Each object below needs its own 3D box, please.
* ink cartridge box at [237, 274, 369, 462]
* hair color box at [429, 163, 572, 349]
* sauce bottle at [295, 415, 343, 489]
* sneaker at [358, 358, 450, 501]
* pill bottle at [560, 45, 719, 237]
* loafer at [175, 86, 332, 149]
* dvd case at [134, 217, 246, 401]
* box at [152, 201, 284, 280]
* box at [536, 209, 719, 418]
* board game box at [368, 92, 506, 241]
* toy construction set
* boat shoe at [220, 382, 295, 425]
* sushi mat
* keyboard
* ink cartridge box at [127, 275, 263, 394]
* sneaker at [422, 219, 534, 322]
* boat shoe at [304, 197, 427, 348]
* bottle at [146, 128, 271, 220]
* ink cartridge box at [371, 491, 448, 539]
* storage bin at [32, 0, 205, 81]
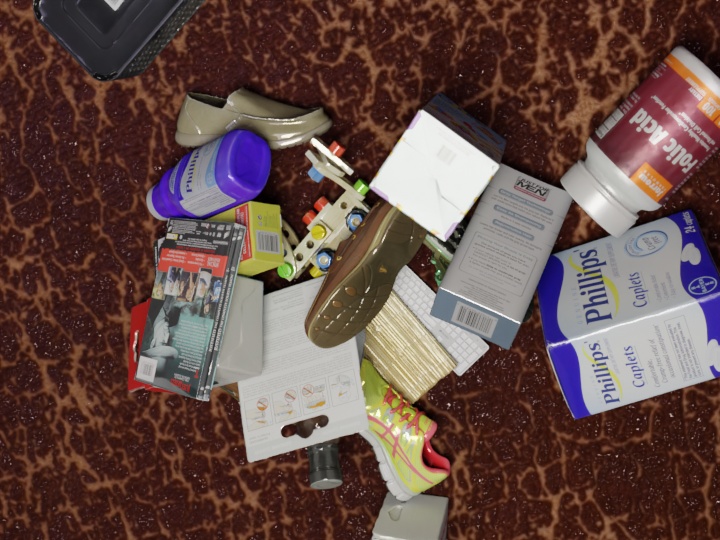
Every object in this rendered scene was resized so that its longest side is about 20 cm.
[{"bbox_3d":[-0.068,0.116,1.397,0.161,0.050,0.202,-18,67,16],"label":"ink cartridge box"},{"bbox_3d":[0.162,-0.020,1.332,0.098,0.201,0.061,23,146,7],"label":"hair color box"},{"bbox_3d":[-0.053,0.164,1.430,0.064,0.065,0.202,-11,64,13],"label":"sauce bottle"},{"bbox_3d":[0.049,0.188,1.456,0.090,0.078,0.201,-20,110,27],"label":"sneaker"},{"bbox_3d":[0.326,-0.141,1.316,0.114,0.114,0.200,42,106,-1],"label":"pill bottle"},{"bbox_3d":[-0.132,-0.185,1.410,0.198,0.076,0.069,-1,108,11],"label":"loafer"},{"bbox_3d":[-0.200,0.041,1.363,0.145,0.022,0.202,6,82,50],"label":"dvd case"},{"bbox_3d":[-0.173,-0.021,1.411,0.199,0.050,0.076,-16,74,43],"label":"box"},{"bbox_3d":[0.307,0.046,1.316,0.198,0.185,0.106,-19,118,14],"label":"box"},{"bbox_3d":[0.091,-0.121,1.318,0.104,0.200,0.103,35,106,0],"label":"board game box"},{"bbox_3d":[-0.060,-0.067,1.415,0.131,0.092,0.200,43,119,7],"label":"toy construction set"},{"bbox_3d":[-0.107,0.152,1.492,0.199,0.072,0.068,34,136,-6],"label":"boat shoe"},{"bbox_3d":[0.025,0.074,1.468,0.096,0.012,0.200,-41,92,23],"label":"sushi mat"},{"bbox_3d":[0.071,0.044,1.458,0.200,0.011,0.056,44,106,-1],"label":"keyboard"},{"bbox_3d":[-0.203,0.083,1.423,0.199,0.067,0.118,-18,66,45],"label":"ink cartridge box"},{"bbox_3d":[0.113,0.004,1.412,0.200,0.077,0.089,46,126,-5],"label":"sneaker"},{"bbox_3d":[0.000,-0.001,1.358,0.072,0.067,0.201,38,87,-40],"label":"boat shoe"},{"bbox_3d":[-0.187,-0.105,1.400,0.065,0.084,0.199,27,153,-33],"label":"bottle"},{"bbox_3d":[0.058,0.398,1.470,0.086,0.145,0.202,3,103,9],"label":"ink cartridge box"},{"bbox_3d":[-0.273,-0.337,1.394,0.135,0.094,0.200,45,105,-2],"label":"storage bin"}]
